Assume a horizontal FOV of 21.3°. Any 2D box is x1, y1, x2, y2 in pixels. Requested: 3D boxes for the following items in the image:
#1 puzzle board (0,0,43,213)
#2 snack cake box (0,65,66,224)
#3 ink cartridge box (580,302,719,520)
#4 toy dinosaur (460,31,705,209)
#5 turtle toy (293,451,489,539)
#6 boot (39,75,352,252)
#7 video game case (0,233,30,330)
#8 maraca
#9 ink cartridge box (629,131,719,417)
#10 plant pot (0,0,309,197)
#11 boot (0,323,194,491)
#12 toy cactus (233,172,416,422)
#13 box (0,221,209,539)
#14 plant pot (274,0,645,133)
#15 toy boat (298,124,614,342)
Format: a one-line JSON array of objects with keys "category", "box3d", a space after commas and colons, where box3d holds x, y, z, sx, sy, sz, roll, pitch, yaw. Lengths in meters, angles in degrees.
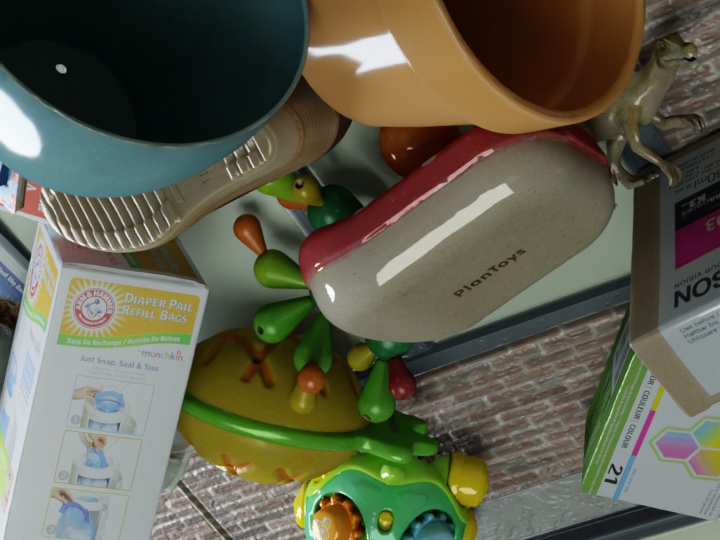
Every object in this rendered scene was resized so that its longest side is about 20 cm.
[{"category": "puzzle board", "box3d": [-0.249, -0.152, 1.166, 0.150, 0.017, 0.201, 38, 134, 26]}, {"category": "snack cake box", "box3d": [-0.179, -0.121, 1.214, 0.114, 0.068, 0.201, 16, 132, -6]}, {"category": "ink cartridge box", "box3d": [0.268, 0.102, 1.330, 0.198, 0.076, 0.149, 13, 132, -1]}, {"category": "toy dinosaur", "box3d": [0.144, -0.090, 1.202, 0.199, 0.058, 0.102, -20, 102, 37]}, {"category": "turtle toy", "box3d": [0.016, 0.207, 1.446, 0.144, 0.102, 0.201, 9, 143, 2]}, {"category": "boot", "box3d": [-0.081, -0.078, 1.173, 0.199, 0.166, 0.073, -15, 103, 32]}, {"category": "video game case", "box3d": [-0.335, 0.030, 1.366, 0.199, 0.018, 0.143, -35, 119, 12]}, {"category": "maraca", "box3d": [-0.043, 0.099, 1.353, 0.198, 0.137, 0.108, 12, 105, -11]}, {"category": "ink cartridge box", "box3d": [0.263, -0.026, 1.158, 0.199, 0.166, 0.075, -27, 121, 28]}, {"category": "plant pot", "box3d": [-0.144, -0.118, 1.032, 0.199, 0.201, 0.135, 26, 142, -14]}, {"category": "boot", "box3d": [-0.227, 0.123, 1.404, 0.199, 0.073, 0.183, 18, 119, -30]}, {"category": "toy cactus", "box3d": [0.000, 0.000, 1.269, 0.164, 0.102, 0.201, -26, 94, 3]}, {"category": "box", "box3d": [-0.181, 0.076, 1.298, 0.100, 0.113, 0.202, 9, 107, -20]}, {"category": "plant pot", "box3d": [0.045, -0.163, 1.068, 0.139, 0.201, 0.200, -16, 129, 42]}, {"category": "toy boat", "box3d": [0.048, -0.047, 1.173, 0.199, 0.132, 0.130, -35, 149, 22]}]
